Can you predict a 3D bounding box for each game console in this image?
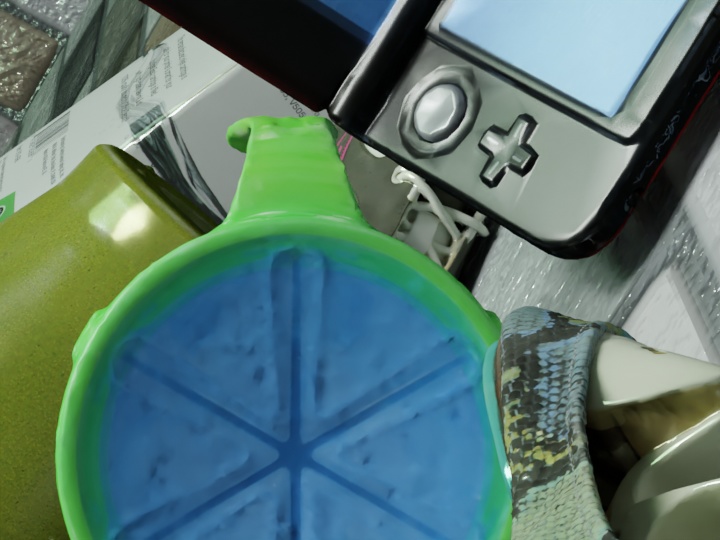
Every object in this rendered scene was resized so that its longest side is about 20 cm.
[{"bbox_3d":[0.039,-0.133,0.850,0.172,0.119,0.200,33,92,45],"label":"game console"}]

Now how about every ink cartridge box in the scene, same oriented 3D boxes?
[{"bbox_3d":[-0.080,-0.042,1.229,0.200,0.083,0.147,-36,16,7],"label":"ink cartridge box"}]

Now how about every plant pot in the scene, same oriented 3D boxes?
[{"bbox_3d":[-0.113,0.061,1.092,0.193,0.200,0.200,-49,13,3],"label":"plant pot"}]

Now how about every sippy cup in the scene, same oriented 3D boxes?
[{"bbox_3d":[-0.023,0.054,0.849,0.178,0.140,0.130,-55,3,-4],"label":"sippy cup"}]

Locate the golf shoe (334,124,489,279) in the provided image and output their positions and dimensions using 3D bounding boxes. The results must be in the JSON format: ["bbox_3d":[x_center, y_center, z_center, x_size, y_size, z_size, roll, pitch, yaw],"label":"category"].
[{"bbox_3d":[0.000,0.000,0.996,0.088,0.077,0.200,-40,25,26],"label":"golf shoe"}]

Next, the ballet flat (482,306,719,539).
[{"bbox_3d":[0.068,0.058,0.640,0.074,0.074,0.200,-56,15,25],"label":"ballet flat"}]
